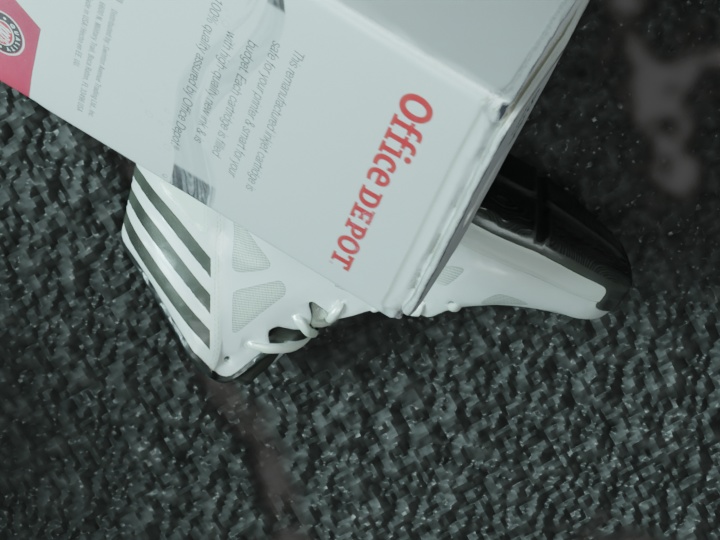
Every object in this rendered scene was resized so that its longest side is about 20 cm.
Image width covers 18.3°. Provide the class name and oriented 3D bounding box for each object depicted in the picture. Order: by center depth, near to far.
[{"bbox_3d":[-0.034,-0.091,0.764,0.199,0.146,0.085,33,58,4],"label":"ink cartridge box"},{"bbox_3d":[0.000,0.000,0.885,0.200,0.076,0.116,22,113,-3],"label":"sneaker"}]
